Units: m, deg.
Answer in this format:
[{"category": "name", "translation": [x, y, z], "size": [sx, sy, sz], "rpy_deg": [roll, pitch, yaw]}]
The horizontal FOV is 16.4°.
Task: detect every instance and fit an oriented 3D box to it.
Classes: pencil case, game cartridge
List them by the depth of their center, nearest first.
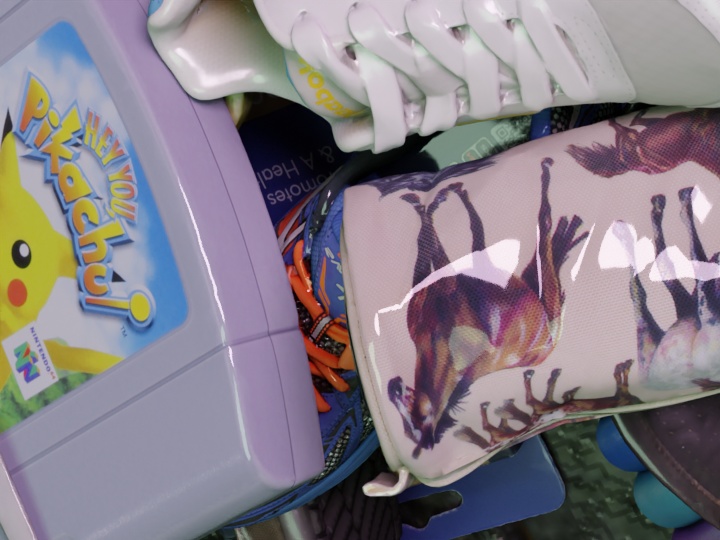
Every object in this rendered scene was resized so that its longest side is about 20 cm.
[{"category": "pencil case", "translation": [0.090, 0.000, 0.650], "size": [0.200, 0.078, 0.090], "rpy_deg": [-14, 78, 1]}, {"category": "game cartridge", "translation": [-0.088, -0.012, 0.741], "size": [0.133, 0.040, 0.200], "rpy_deg": [-31, 78, 35]}]

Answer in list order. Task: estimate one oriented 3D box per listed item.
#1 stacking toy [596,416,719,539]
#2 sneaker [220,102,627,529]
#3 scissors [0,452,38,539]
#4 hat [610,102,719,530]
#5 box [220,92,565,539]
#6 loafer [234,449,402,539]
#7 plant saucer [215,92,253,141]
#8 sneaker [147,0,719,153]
[{"category": "stacking toy", "translation": [0.085, 0.018, 0.788], "size": [0.200, 0.085, 0.085], "rpy_deg": [48, 122, 0]}, {"category": "sneaker", "translation": [0.000, 0.000, 0.733], "size": [0.075, 0.078, 0.200], "rpy_deg": [42, 107, 8]}, {"category": "scissors", "translation": [-0.124, 0.022, 0.743], "size": [0.073, 0.014, 0.200], "rpy_deg": [-47, 72, 23]}, {"category": "hat", "translation": [0.161, -0.005, 0.733], "size": [0.200, 0.081, 0.201], "rpy_deg": [0, 102, -1]}, {"category": "box", "translation": [-0.022, 0.017, 0.852], "size": [0.121, 0.032, 0.200], "rpy_deg": [-19, 107, 28]}, {"category": "loafer", "translation": [-0.022, 0.126, 0.855], "size": [0.071, 0.073, 0.200], "rpy_deg": [2, 131, 15]}, {"category": "plant saucer", "translation": [-0.125, -0.054, 0.816], "size": [0.200, 0.048, 0.200], "rpy_deg": [50, 125, 22]}, {"category": "sneaker", "translation": [0.028, -0.066, 0.649], "size": [0.200, 0.081, 0.077], "rpy_deg": [14, 146, 47]}]
